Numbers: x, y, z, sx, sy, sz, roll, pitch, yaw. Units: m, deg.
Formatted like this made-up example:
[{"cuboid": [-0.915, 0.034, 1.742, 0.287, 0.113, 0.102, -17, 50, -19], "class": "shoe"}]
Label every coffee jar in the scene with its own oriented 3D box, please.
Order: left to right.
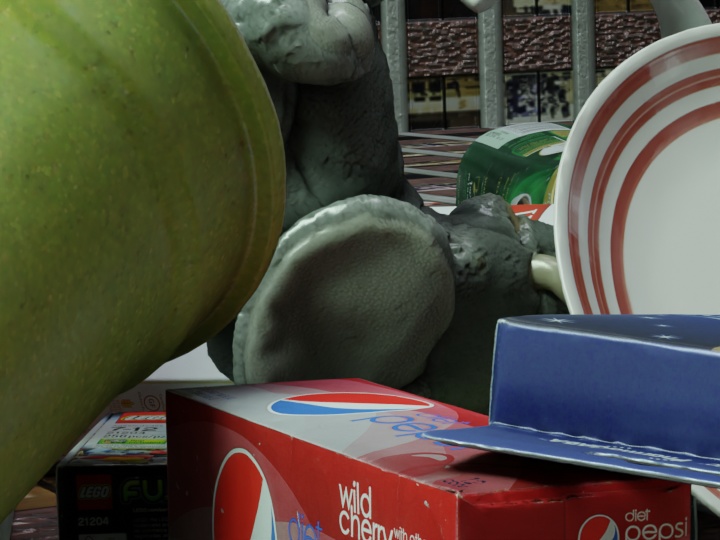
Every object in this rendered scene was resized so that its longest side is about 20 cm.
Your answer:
[{"cuboid": [0.113, -0.017, 1.335, 0.085, 0.105, 0.200, -6, 8, -14], "class": "coffee jar"}]

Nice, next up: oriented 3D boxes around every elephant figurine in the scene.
[{"cuboid": [0.000, 0.000, 0.874, 0.155, 0.200, 0.141, -24, 8, 34], "class": "elephant figurine"}]

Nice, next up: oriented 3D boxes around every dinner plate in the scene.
[{"cuboid": [0.147, 0.011, 0.833, 0.199, 0.201, 0.024, -5, -27, -27], "class": "dinner plate"}]

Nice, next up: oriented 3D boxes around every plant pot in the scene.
[{"cuboid": [-0.145, 0.009, 0.730, 0.200, 0.201, 0.184, 1, 40, 25], "class": "plant pot"}]

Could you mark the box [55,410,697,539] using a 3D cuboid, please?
[{"cuboid": [0.007, 0.069, 0.899, 0.199, 0.035, 0.110, -2, 6, 3], "class": "box"}]

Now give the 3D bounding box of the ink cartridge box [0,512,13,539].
[{"cuboid": [-0.164, -0.013, 0.934, 0.083, 0.201, 0.144, -2, 6, -5], "class": "ink cartridge box"}]

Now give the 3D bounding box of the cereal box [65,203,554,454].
[{"cuboid": [-0.023, 0.021, 1.046, 0.199, 0.040, 0.144, -2, 26, 22], "class": "cereal box"}]

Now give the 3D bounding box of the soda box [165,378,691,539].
[{"cuboid": [0.011, 0.072, 0.708, 0.063, 0.070, 0.200, -2, 6, -24], "class": "soda box"}]

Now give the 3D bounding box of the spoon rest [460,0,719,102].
[{"cuboid": [0.106, -0.043, 0.900, 0.061, 0.200, 0.099, -41, 30, 3], "class": "spoon rest"}]

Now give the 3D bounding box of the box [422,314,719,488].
[{"cuboid": [0.118, 0.032, 0.672, 0.121, 0.033, 0.200, 7, 5, 36], "class": "box"}]
